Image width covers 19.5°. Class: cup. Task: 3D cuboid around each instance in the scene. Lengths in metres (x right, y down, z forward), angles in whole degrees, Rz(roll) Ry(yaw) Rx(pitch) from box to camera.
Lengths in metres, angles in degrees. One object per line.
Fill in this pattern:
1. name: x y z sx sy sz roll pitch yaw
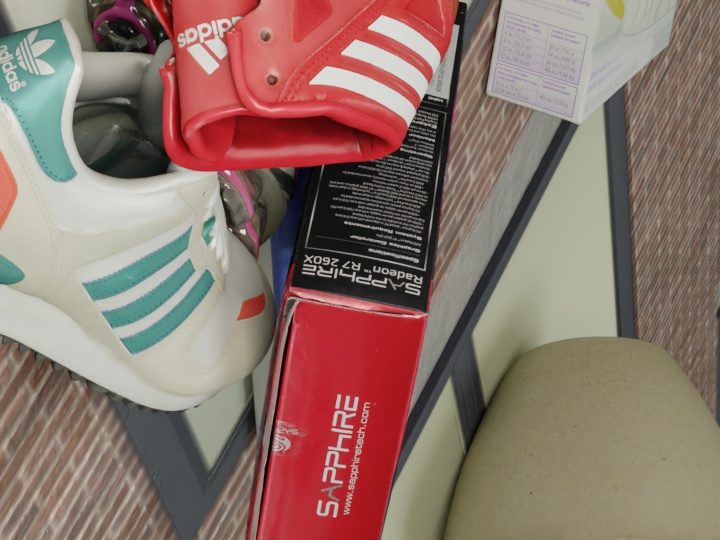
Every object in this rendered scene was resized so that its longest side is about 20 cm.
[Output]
1. cup: 0.146 0.125 1.286 0.200 0.199 0.144 63 25 -64

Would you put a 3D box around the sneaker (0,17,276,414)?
1. sneaker: -0.062 -0.017 0.632 0.093 0.071 0.200 -32 151 18

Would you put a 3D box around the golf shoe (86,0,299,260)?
1. golf shoe: -0.047 -0.083 0.716 0.201 0.072 0.092 103 12 -47

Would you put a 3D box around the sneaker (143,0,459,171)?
1. sneaker: -0.043 -0.103 0.551 0.200 0.078 0.116 36 50 -29

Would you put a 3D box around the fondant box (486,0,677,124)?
1. fondant box: 0.133 -0.196 1.100 0.144 0.058 0.201 -41 144 -54

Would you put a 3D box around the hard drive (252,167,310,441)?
1. hard drive: -0.010 -0.032 0.920 0.132 0.025 0.201 -54 155 -39

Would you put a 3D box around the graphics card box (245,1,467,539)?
1. graphics card box: 0.000 0.000 0.756 0.201 0.050 0.126 -82 -179 -53
